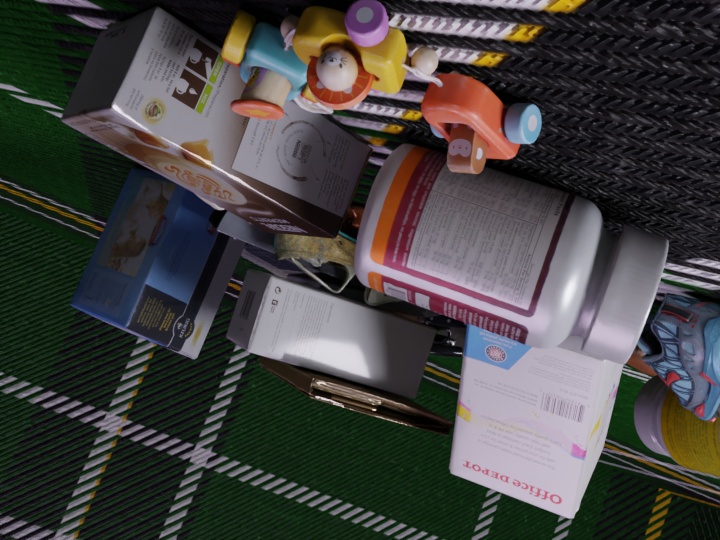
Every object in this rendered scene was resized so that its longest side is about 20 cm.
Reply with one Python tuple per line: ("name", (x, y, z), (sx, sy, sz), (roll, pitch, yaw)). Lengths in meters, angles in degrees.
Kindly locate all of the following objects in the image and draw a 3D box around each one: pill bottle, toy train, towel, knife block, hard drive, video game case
("pill bottle", (0.394, 0.166, 0.923), (0.113, 0.115, 0.200), (25, 170, -18))
("toy train", (-0.001, -0.099, 0.521), (0.199, 0.056, 0.150), (13, 167, 39))
("towel", (-0.083, -0.005, 1.308), (0.199, 0.035, 0.191), (32, 163, -38))
("knife block", (0.037, 0.068, 1.075), (0.174, 0.065, 0.199), (12, -171, 40))
("hard drive", (-0.076, -0.033, 1.010), (0.198, 0.043, 0.135), (22, -177, -16))
("video game case", (0.027, 0.026, 1.072), (0.198, 0.018, 0.142), (12, -172, 32))
("pill bottle", (0.104, -0.011, 0.609), (0.198, 0.111, 0.110), (19, 170, 13))

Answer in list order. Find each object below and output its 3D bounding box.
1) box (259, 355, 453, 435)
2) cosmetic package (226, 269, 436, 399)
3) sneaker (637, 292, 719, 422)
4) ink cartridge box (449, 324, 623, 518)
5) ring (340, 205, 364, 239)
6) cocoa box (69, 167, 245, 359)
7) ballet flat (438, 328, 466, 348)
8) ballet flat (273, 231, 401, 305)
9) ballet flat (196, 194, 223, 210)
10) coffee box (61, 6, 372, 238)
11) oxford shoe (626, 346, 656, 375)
("box", (-0.012, 0.132, 0.944), (0.162, 0.022, 0.200), (19, 176, -21))
("cosmetic package", (-0.032, 0.068, 0.938), (0.198, 0.086, 0.107), (20, 176, -20))
("sneaker", (0.297, 0.069, 0.776), (0.095, 0.080, 0.200), (28, 165, 25))
("ink cartridge box", (0.171, 0.123, 0.825), (0.127, 0.202, 0.125), (17, -150, 23))
("ring", (0.056, -0.021, 0.932), (0.198, 0.019, 0.200), (21, 171, 3))
("cocoa box", (-0.256, -0.011, 1.118), (0.132, 0.202, 0.131), (14, 168, 39))
("ballet flat", (0.200, 0.106, 1.181), (0.198, 0.068, 0.046), (16, 166, -1))
("ballet flat", (0.000, 0.000, 0.916), (0.198, 0.071, 0.071), (23, 170, -8))
("ballet flat", (-0.112, -0.081, 0.830), (0.199, 0.070, 0.069), (27, 169, -31))
("coffee box", (-0.106, -0.102, 0.652), (0.199, 0.081, 0.114), (28, 169, -34))
("oxford shoe", (0.240, 0.079, 0.921), (0.198, 0.072, 0.071), (22, 169, -10))
